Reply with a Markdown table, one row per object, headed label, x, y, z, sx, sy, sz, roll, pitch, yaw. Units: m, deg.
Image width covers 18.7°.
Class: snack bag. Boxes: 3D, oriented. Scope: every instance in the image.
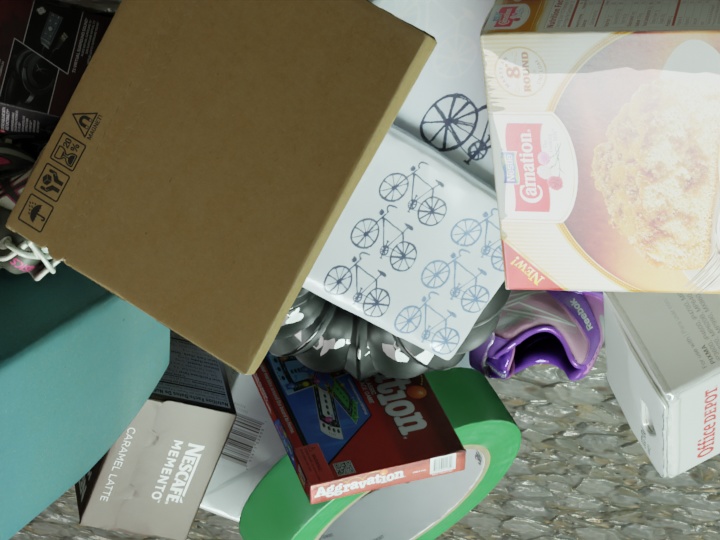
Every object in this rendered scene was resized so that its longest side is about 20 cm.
| label | x | y | z | sx | sy | sz | roll | pitch | yaw |
| --- | --- | --- | --- | --- | --- | --- | --- | --- | --- |
| snack bag | 0.041 | -0.064 | 1.199 | 0.188 | 0.201 | 0.021 | 29 | -172 | -39 |

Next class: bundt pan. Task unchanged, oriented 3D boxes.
| label | x | y | z | sx | sy | sz | roll | pitch | yaw |
| --- | --- | --- | --- | --- | --- | --- | --- | --- | --- |
| bundt pan | 0.000 | 0.000 | 1.323 | 0.200 | 0.076 | 0.203 | 7 | 146 | 5 |

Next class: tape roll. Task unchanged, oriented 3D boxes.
| label | x | y | z | sx | sy | sz | roll | pitch | yaw |
| --- | --- | --- | --- | --- | --- | --- | --- | --- | --- |
| tape roll | 0.014 | 0.146 | 1.482 | 0.199 | 0.048 | 0.201 | -27 | 156 | -13 |

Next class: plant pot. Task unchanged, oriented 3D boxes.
| label | x | y | z | sx | sy | sz | roll | pitch | yaw |
| --- | --- | --- | --- | --- | --- | --- | --- | --- | --- |
| plant pot | -0.216 | 0.052 | 1.366 | 0.141 | 0.200 | 0.142 | 28 | 132 | 29 |

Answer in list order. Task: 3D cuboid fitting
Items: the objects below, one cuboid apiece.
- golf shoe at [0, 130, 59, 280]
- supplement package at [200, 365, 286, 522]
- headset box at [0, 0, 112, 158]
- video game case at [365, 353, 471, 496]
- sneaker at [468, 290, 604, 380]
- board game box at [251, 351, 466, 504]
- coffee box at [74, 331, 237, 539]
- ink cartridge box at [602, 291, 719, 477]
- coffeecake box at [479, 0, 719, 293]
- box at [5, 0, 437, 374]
| label | x | y | z | sx | sy | sz | roll | pitch | yaw |
| --- | --- | --- | --- | --- | --- | --- | --- | --- | --- |
| golf shoe | -0.168 | -0.037 | 1.264 | 0.199 | 0.089 | 0.077 | -14 | 145 | 39 |
| supplement package | -0.095 | 0.117 | 1.653 | 0.119 | 0.122 | 0.200 | 23 | 177 | -26 |
| headset box | -0.185 | -0.095 | 1.342 | 0.198 | 0.078 | 0.149 | 13 | 156 | -4 |
| video game case | 0.020 | 0.109 | 1.585 | 0.018 | 0.144 | 0.200 | 24 | -177 | 30 |
| sneaker | 0.082 | 0.028 | 1.495 | 0.198 | 0.089 | 0.081 | 9 | 158 | 8 |
| board game box | -0.014 | 0.067 | 1.401 | 0.102 | 0.200 | 0.020 | -10 | 129 | -16 |
| coffee box | -0.155 | 0.083 | 1.544 | 0.079 | 0.200 | 0.115 | 13 | 118 | -20 |
| ink cartridge box | 0.248 | 0.028 | 1.306 | 0.199 | 0.085 | 0.146 | -28 | 155 | -5 |
| coffeecake box | 0.171 | -0.071 | 1.147 | 0.198 | 0.073 | 0.155 | 1 | 121 | 17 |
| box | -0.075 | -0.071 | 1.142 | 0.163 | 0.201 | 0.021 | 30 | -174 | 16 |
